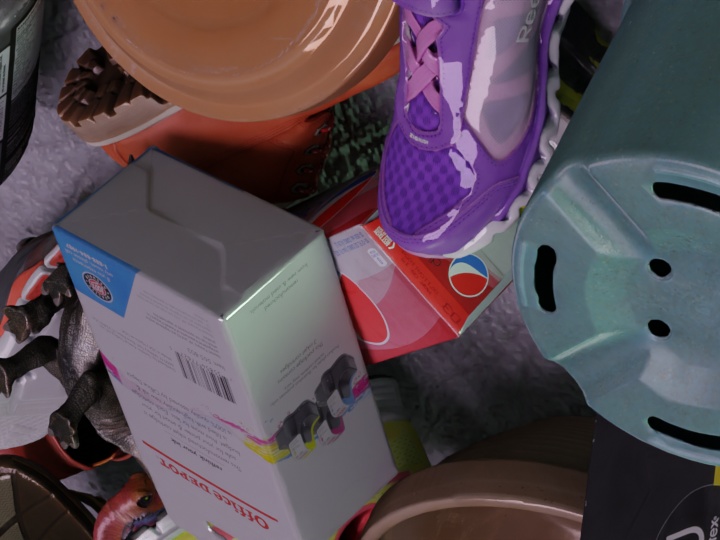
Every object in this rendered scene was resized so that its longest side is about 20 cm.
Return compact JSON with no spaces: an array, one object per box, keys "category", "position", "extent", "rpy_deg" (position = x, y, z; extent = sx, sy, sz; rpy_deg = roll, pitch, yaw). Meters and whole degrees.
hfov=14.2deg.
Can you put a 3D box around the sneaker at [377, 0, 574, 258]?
[{"category":"sneaker","position":[0.041,-0.102,1.158],"extent":[0.080,0.088,0.200],"rpy_deg":[30,106,39]}]

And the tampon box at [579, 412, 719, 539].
[{"category":"tampon box","position":[0.207,0.137,1.242],"extent":[0.200,0.150,0.126],"rpy_deg":[29,143,-27]}]

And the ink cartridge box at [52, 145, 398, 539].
[{"category":"ink cartridge box","position":[-0.055,0.052,1.324],"extent":[0.115,0.068,0.200],"rpy_deg":[28,147,37]}]

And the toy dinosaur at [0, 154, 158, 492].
[{"category":"toy dinosaur","position":[-0.120,0.020,1.391],"extent":[0.077,0.102,0.200],"rpy_deg":[23,124,33]}]

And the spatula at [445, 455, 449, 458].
[{"category":"spatula","position":[0.096,0.171,1.489],"extent":[0.056,0.021,0.200],"rpy_deg":[-21,112,30]}]

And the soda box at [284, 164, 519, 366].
[{"category":"soda box","position":[0.000,0.000,1.320],"extent":[0.070,0.063,0.200],"rpy_deg":[48,156,-9]}]

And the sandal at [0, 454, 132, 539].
[{"category":"sandal","position":[-0.147,0.154,1.580],"extent":[0.082,0.055,0.200],"rpy_deg":[-22,134,30]}]

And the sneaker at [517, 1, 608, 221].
[{"category":"sneaker","position":[0.100,-0.039,1.266],"extent":[0.200,0.074,0.085],"rpy_deg":[54,142,-6]}]

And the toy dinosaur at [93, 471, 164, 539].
[{"category":"toy dinosaur","position":[-0.058,0.183,1.518],"extent":[0.181,0.200,0.105],"rpy_deg":[20,130,-30]}]

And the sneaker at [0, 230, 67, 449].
[{"category":"sneaker","position":[-0.154,0.002,1.463],"extent":[0.077,0.082,0.200],"rpy_deg":[23,124,-36]}]

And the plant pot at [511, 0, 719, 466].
[{"category":"plant pot","position":[0.163,-0.041,1.118],"extent":[0.200,0.196,0.200],"rpy_deg":[19,135,20]}]

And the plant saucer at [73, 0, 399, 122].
[{"category":"plant saucer","position":[-0.060,-0.161,1.223],"extent":[0.200,0.032,0.201],"rpy_deg":[10,108,33]}]

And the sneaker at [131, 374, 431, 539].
[{"category":"sneaker","position":[-0.046,0.140,1.437],"extent":[0.200,0.078,0.090],"rpy_deg":[-36,80,10]}]

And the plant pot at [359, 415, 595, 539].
[{"category":"plant pot","position":[0.104,0.134,1.383],"extent":[0.201,0.093,0.201],"rpy_deg":[14,143,10]}]

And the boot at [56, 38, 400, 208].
[{"category":"boot","position":[-0.032,-0.081,1.319],"extent":[0.200,0.075,0.107],"rpy_deg":[-16,133,39]}]

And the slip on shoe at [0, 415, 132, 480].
[{"category":"slip on shoe","position":[-0.152,0.077,1.542],"extent":[0.074,0.061,0.200],"rpy_deg":[47,139,-15]}]

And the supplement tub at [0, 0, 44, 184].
[{"category":"supplement tub","position":[-0.206,-0.120,1.323],"extent":[0.122,0.123,0.200],"rpy_deg":[29,151,8]}]
